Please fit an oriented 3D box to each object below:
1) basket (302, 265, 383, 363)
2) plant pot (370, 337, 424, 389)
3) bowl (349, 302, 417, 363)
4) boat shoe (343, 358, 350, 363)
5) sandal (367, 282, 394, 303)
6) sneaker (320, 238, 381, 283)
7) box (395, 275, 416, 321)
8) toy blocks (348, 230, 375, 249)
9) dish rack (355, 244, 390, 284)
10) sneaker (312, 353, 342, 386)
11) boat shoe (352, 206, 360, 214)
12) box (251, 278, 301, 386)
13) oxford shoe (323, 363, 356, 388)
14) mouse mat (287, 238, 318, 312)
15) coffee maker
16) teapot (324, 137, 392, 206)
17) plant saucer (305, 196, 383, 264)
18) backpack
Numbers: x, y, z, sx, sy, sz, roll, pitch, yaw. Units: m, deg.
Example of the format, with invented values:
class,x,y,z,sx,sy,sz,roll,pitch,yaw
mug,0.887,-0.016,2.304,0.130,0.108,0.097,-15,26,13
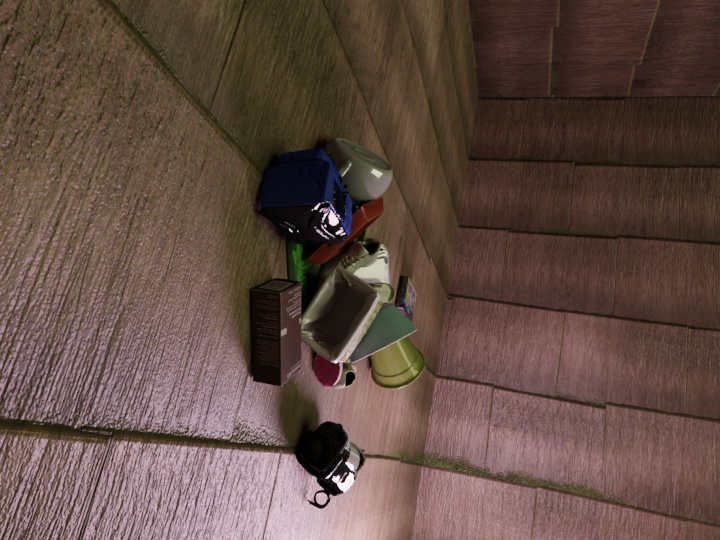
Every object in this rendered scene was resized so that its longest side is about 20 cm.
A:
class,x,y,z,sx,sy,sz,roll,pitch,yaw
basket,-0.049,0.113,1.308,0.201,0.135,0.123,-56,164,-6
plant pot,0.101,0.269,1.843,0.191,0.199,0.201,66,32,-32
bowl,0.041,0.156,1.427,0.106,0.200,0.201,63,19,5
boat shoe,-0.029,0.233,1.598,0.200,0.073,0.065,-14,97,-74
sandal,0.022,0.070,1.467,0.200,0.057,0.080,-12,102,-35
sneaker,-0.024,-0.031,1.402,0.200,0.078,0.099,-38,170,-30
box,0.193,0.124,2.255,0.200,0.037,0.137,58,42,-61
toy blocks,0.000,0.000,1.586,0.137,0.099,0.201,-43,133,-48
dish rack,0.011,0.029,1.516,0.199,0.043,0.173,-19,117,-31
sneaker,-0.072,0.208,1.428,0.088,0.081,0.202,-9,104,-69
boat shoe,0.022,-0.178,1.618,0.200,0.067,0.072,14,81,-73
box,-0.174,0.127,1.118,0.100,0.074,0.202,-33,129,-67
oxford shoe,-0.042,0.310,1.558,0.200,0.073,0.071,-12,107,-70
mouse mat,-0.136,0.004,1.293,0.161,0.007,0.201,-43,135,-63
coffee maker,-0.083,0.516,1.405,0.200,0.134,0.193,66,35,-55
teapot,-0.026,-0.226,1.328,0.199,0.198,0.147,16,115,-34
plant saucer,-0.027,-0.094,1.324,0.037,0.199,0.200,48,21,0
backpack,-0.095,-0.148,1.131,0.200,0.161,0.169,56,40,-61
